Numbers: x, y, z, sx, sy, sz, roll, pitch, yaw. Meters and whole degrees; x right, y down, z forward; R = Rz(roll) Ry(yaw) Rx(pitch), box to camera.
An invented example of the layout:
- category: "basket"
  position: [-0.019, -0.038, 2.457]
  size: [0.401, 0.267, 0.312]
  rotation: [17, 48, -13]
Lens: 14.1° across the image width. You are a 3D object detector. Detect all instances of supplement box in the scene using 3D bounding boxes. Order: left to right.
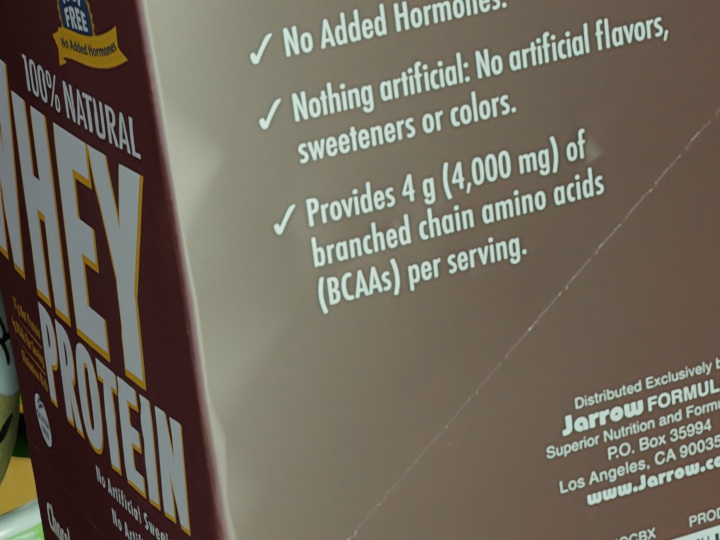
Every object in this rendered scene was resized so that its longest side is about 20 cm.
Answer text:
- category: "supplement box"
  position: [0.034, -0.017, 0.581]
  size: [0.197, 0.133, 0.201]
  rotation: [-14, 111, -19]

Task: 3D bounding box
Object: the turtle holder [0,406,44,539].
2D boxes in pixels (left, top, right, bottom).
- category: "turtle holder"
  position: [-0.105, 0.117, 0.904]
  size: [0.131, 0.141, 0.186]
  rotation: [-29, 98, 10]

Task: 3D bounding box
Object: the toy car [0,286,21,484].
- category: "toy car"
  position: [-0.100, 0.013, 0.657]
  size: [0.157, 0.200, 0.164]
  rotation: [-13, 133, 22]
